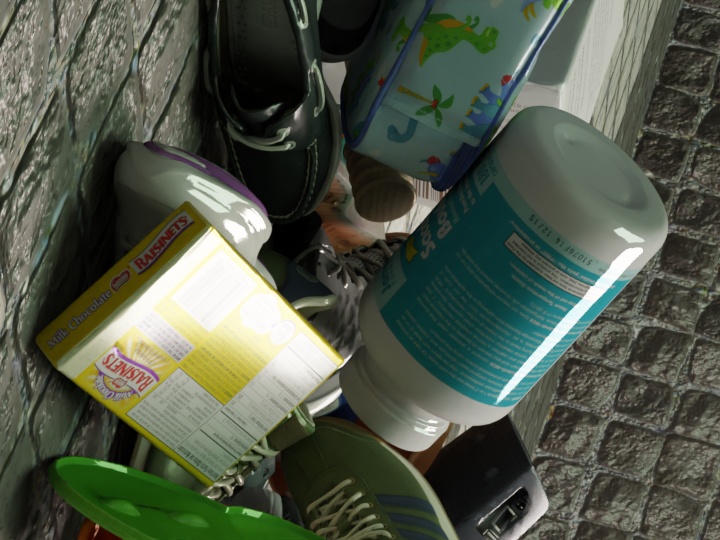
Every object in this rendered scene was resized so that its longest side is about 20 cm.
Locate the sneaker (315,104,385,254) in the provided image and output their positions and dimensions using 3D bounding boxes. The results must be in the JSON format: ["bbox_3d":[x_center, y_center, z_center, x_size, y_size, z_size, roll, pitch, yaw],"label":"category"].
[{"bbox_3d":[-0.031,-0.070,1.739,0.200,0.071,0.080,52,33,-71],"label":"sneaker"}]

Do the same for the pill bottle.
[{"bbox_3d":[0.073,0.011,1.604,0.200,0.111,0.111,-49,-179,24],"label":"pill bottle"}]

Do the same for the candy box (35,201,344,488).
[{"bbox_3d":[-0.082,0.041,1.436,0.102,0.026,0.200,-40,152,0],"label":"candy box"}]

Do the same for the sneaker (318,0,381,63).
[{"bbox_3d":[0.007,-0.214,1.566,0.114,0.075,0.201,11,-89,66],"label":"sneaker"}]

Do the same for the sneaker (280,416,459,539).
[{"bbox_3d":[0.012,0.156,1.565,0.067,0.200,0.090,-43,157,13],"label":"sneaker"}]

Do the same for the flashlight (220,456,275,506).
[{"bbox_3d":[-0.091,0.167,1.754,0.068,0.068,0.201,-61,158,-44],"label":"flashlight"}]

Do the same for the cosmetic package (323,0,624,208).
[{"bbox_3d":[0.078,-0.163,1.887,0.167,0.167,0.201,90,17,-55],"label":"cosmetic package"}]

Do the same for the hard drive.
[{"bbox_3d":[0.031,0.176,1.802,0.200,0.042,0.135,-38,-164,5],"label":"hard drive"}]

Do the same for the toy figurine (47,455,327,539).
[{"bbox_3d":[-0.108,0.213,1.465,0.200,0.150,0.185,16,100,-50],"label":"toy figurine"}]

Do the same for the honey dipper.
[{"bbox_3d":[0.000,-0.114,1.702,0.038,0.038,0.201,94,-11,-49],"label":"honey dipper"}]

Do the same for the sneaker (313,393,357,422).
[{"bbox_3d":[-0.040,0.044,1.769,0.200,0.088,0.075,85,24,-59],"label":"sneaker"}]

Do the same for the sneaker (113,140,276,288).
[{"bbox_3d":[-0.092,0.007,1.456,0.100,0.075,0.200,-57,158,-20],"label":"sneaker"}]

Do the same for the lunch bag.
[{"bbox_3d":[0.062,-0.158,1.592,0.200,0.082,0.161,-61,-166,19],"label":"lunch bag"}]

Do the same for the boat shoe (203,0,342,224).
[{"bbox_3d":[-0.053,-0.103,1.539,0.060,0.075,0.201,-63,153,-51],"label":"boat shoe"}]

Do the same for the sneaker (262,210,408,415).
[{"bbox_3d":[0.000,0.000,1.680,0.200,0.075,0.116,-34,128,-25],"label":"sneaker"}]

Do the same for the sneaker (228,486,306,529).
[{"bbox_3d":[0.002,0.204,1.654,0.075,0.115,0.200,-60,-139,22],"label":"sneaker"}]

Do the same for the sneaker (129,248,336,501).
[{"bbox_3d":[-0.072,0.085,1.586,0.067,0.090,0.201,41,65,-81],"label":"sneaker"}]

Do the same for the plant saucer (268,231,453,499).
[{"bbox_3d":[0.007,0.074,1.861,0.200,0.032,0.201,-33,-134,41],"label":"plant saucer"}]
